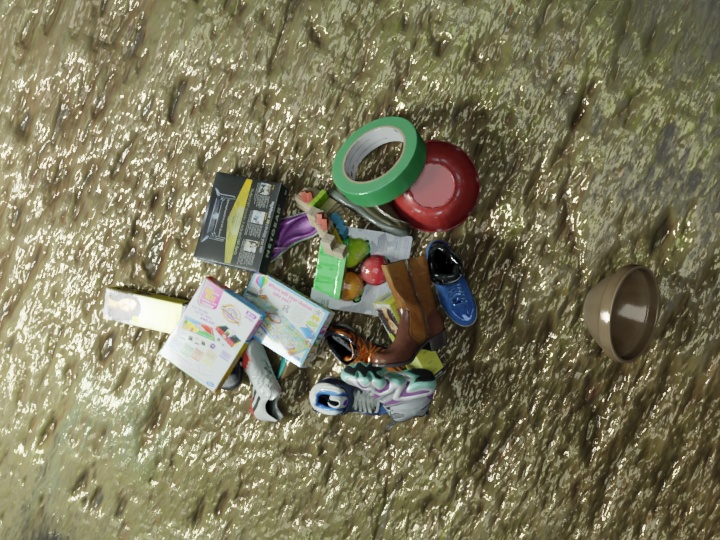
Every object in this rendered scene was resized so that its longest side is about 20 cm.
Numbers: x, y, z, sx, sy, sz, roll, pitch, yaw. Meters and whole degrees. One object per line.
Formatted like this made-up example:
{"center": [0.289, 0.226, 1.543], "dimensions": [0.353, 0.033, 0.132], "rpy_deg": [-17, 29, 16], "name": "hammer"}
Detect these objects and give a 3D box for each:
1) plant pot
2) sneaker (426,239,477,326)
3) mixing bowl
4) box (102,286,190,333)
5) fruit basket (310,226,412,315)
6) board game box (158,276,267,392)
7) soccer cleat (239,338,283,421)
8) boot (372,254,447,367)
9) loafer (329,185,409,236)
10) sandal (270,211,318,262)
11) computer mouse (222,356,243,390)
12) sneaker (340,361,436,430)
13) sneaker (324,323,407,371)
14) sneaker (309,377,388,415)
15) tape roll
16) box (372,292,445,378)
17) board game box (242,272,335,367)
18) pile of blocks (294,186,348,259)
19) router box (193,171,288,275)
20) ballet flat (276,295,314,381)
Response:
{"center": [0.523, 0.082, 1.575], "dimensions": [0.093, 0.201, 0.201], "rpy_deg": [13, 99, 47], "name": "plant pot"}
{"center": [0.191, 0.032, 1.624], "dimensions": [0.077, 0.111, 0.200], "rpy_deg": [-19, 93, 9], "name": "sneaker"}
{"center": [0.151, -0.177, 1.612], "dimensions": [0.200, 0.108, 0.200], "rpy_deg": [1, 94, 7], "name": "mixing bowl"}
{"center": [-0.476, 0.090, 1.731], "dimensions": [0.200, 0.050, 0.075], "rpy_deg": [10, 97, 11], "name": "box"}
{"center": [0.000, 0.000, 1.671], "dimensions": [0.200, 0.094, 0.185], "rpy_deg": [7, 97, -9], "name": "fruit basket"}
{"center": [-0.316, 0.136, 1.649], "dimensions": [0.153, 0.040, 0.200], "rpy_deg": [34, 97, 8], "name": "board game box"}
{"center": [-0.211, 0.244, 1.695], "dimensions": [0.085, 0.069, 0.200], "rpy_deg": [12, 114, 34], "name": "soccer cleat"}
{"center": [0.082, 0.082, 1.547], "dimensions": [0.188, 0.068, 0.200], "rpy_deg": [-19, 100, -23], "name": "boot"}
{"center": [0.027, -0.140, 1.636], "dimensions": [0.200, 0.075, 0.070], "rpy_deg": [33, 92, 17], "name": "loafer"}
{"center": [-0.178, -0.077, 1.692], "dimensions": [0.203, 0.050, 0.082], "rpy_deg": [-29, 91, 9], "name": "sandal"}
{"center": [-0.280, 0.161, 1.733], "dimensions": [0.140, 0.046, 0.200], "rpy_deg": [-20, 81, 13], "name": "computer mouse"}
{"center": [0.053, 0.271, 1.611], "dimensions": [0.200, 0.078, 0.140], "rpy_deg": [8, 114, 3], "name": "sneaker"}
{"center": [0.005, 0.189, 1.662], "dimensions": [0.200, 0.112, 0.078], "rpy_deg": [27, 98, 4], "name": "sneaker"}
{"center": [-0.011, 0.283, 1.656], "dimensions": [0.200, 0.146, 0.081], "rpy_deg": [10, 97, 7], "name": "sneaker"}
{"center": [0.038, -0.226, 1.588], "dimensions": [0.200, 0.048, 0.201], "rpy_deg": [-18, 51, 24], "name": "tape roll"}
{"center": [0.104, 0.143, 1.639], "dimensions": [0.050, 0.075, 0.200], "rpy_deg": [-36, 105, -24], "name": "box"}
{"center": [-0.170, 0.102, 1.655], "dimensions": [0.200, 0.034, 0.135], "rpy_deg": [30, 94, 21], "name": "board game box"}
{"center": [-0.072, -0.116, 1.618], "dimensions": [0.082, 0.062, 0.200], "rpy_deg": [-28, 58, -6], "name": "pile of blocks"}
{"center": [-0.258, -0.103, 1.667], "dimensions": [0.157, 0.052, 0.200], "rpy_deg": [13, 84, 16], "name": "router box"}
{"center": [-0.130, 0.156, 1.709], "dimensions": [0.072, 0.068, 0.200], "rpy_deg": [12, 93, -13], "name": "ballet flat"}
